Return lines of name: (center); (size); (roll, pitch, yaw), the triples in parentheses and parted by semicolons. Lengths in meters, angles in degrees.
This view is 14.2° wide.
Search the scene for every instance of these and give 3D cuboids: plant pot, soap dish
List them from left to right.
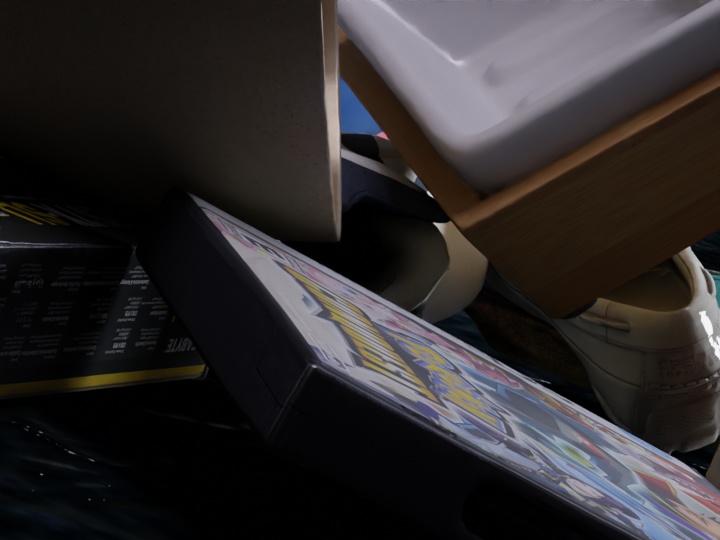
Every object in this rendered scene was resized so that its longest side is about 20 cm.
plant pot: (-0.075, -0.107, 0.836); (0.133, 0.202, 0.200); (-2, 6, 2)
soap dish: (0.082, -0.072, 0.984); (0.081, 0.157, 0.200); (61, -2, -26)

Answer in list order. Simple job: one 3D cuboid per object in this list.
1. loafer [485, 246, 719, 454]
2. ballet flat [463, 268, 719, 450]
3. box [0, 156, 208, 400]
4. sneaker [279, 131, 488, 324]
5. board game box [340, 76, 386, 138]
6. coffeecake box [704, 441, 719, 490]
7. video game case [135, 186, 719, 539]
loafer: (0.088, -0.009, 1.084); (0.070, 0.070, 0.200); (-20, 36, -14)
ballet flat: (0.117, 0.030, 1.144); (0.199, 0.071, 0.071); (25, 9, 35)
box: (-0.141, -0.014, 0.808); (0.159, 0.050, 0.200); (23, 7, 16)
sneaker: (0.000, 0.000, 1.007); (0.199, 0.080, 0.130); (33, 8, -47)
board game box: (-0.020, -0.039, 1.149); (0.199, 0.039, 0.158); (-23, 13, -11)
coffeecake box: (0.209, 0.003, 0.948); (0.073, 0.201, 0.153); (28, 10, 33)
video game case: (0.039, 0.048, 0.720); (0.180, 0.026, 0.200); (29, 5, -17)
